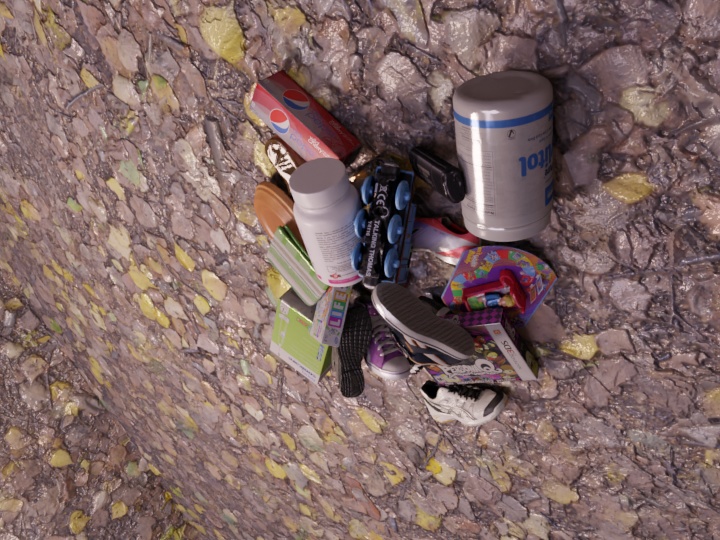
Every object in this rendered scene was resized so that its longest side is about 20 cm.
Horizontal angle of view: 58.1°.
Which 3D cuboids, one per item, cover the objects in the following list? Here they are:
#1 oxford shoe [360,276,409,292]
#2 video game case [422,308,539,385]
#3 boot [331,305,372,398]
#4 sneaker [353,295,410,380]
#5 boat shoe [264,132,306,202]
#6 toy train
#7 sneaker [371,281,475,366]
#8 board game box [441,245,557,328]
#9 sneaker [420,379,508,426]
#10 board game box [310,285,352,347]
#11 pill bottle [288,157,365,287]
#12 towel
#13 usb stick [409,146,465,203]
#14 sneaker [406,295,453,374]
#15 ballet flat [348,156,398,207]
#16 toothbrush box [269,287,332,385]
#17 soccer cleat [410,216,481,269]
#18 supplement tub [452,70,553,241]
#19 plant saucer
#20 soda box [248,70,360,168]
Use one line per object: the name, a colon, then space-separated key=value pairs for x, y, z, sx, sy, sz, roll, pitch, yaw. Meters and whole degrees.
oxford shoe: x=0.000 y=0.000 z=1.251 sx=0.199 sy=0.070 sz=0.075 roll=35 pitch=146 yaw=18
video game case: x=0.190 y=0.140 z=1.144 sx=0.198 sy=0.036 sz=0.182 roll=-10 pitch=136 yaw=32
boot: x=-0.032 y=0.140 z=1.287 sx=0.131 sy=0.067 sz=0.202 roll=-125 pitch=36 yaw=-61
sneaker: x=0.033 y=0.123 z=1.276 sx=0.200 sy=0.072 sz=0.115 roll=45 pitch=143 yaw=48
boat shoe: x=-0.103 y=-0.172 z=1.206 sx=0.072 sy=0.065 sz=0.201 roll=-9 pitch=125 yaw=37
toy train: x=0.043 y=-0.071 z=1.049 sx=0.086 sy=0.114 sz=0.202 roll=12 pitch=97 yaw=22
sneaker: x=0.086 y=0.098 z=1.043 sx=0.199 sy=0.079 sz=0.079 roll=34 pitch=133 yaw=-17
board game box: x=0.221 y=0.045 z=1.062 sx=0.156 sy=0.039 sz=0.201 roll=17 pitch=137 yaw=-1
sneaker: x=0.195 y=0.251 z=1.277 sx=0.199 sy=0.076 sz=0.088 roll=-17 pitch=110 yaw=47
board game box: x=-0.057 y=0.069 z=1.247 sx=0.034 sy=0.136 sz=0.200 roll=13 pitch=176 yaw=-10
pill bottle: x=-0.047 y=-0.079 z=1.085 sx=0.113 sy=0.114 sz=0.201 roll=17 pitch=143 yaw=31
towel: x=-0.120 y=-0.008 z=1.273 sx=0.149 sy=0.031 sz=0.200 roll=48 pitch=159 yaw=1
usb stick: x=0.111 y=-0.146 z=0.964 sx=0.200 sy=0.032 sz=0.056 roll=-118 pitch=5 yaw=-68
sneaker: x=0.113 y=0.120 z=1.255 sx=0.090 sy=0.066 sz=0.201 roll=38 pitch=139 yaw=20
ballet flat: x=-0.012 y=-0.139 z=1.146 sx=0.072 sy=0.072 sz=0.200 roll=52 pitch=141 yaw=-7
toothbrush box: x=-0.116 y=0.139 z=1.456 sx=0.145 sy=0.086 sz=0.201 roll=33 pitch=138 yaw=15
soccer cleat: x=0.115 y=-0.065 z=1.105 sx=0.199 sy=0.068 sz=0.074 roll=20 pitch=117 yaw=29
supplement tub: x=0.198 y=-0.157 z=0.892 sx=0.131 sy=0.132 sz=0.202 roll=14 pitch=131 yaw=34
plant saucer: x=-0.149 y=-0.084 z=1.286 sx=0.200 sy=0.037 sz=0.201 roll=45 pitch=161 yaw=20
soda box: x=-0.097 y=-0.252 z=1.126 sx=0.200 sy=0.070 sz=0.064 roll=42 pitch=140 yaw=6
